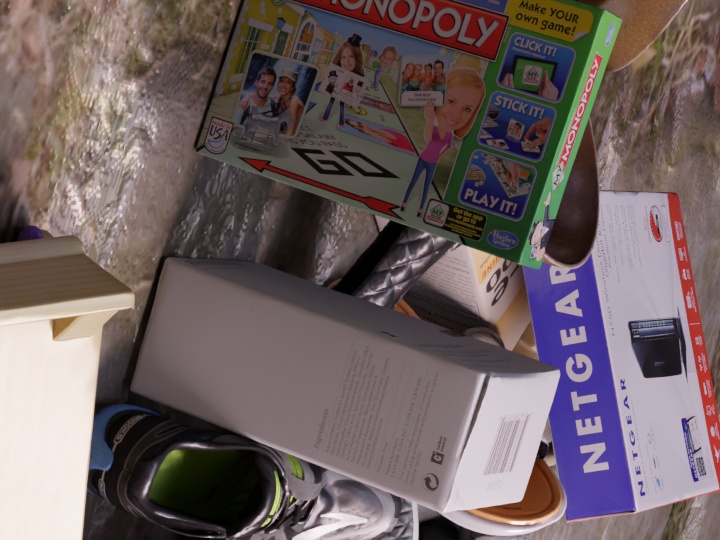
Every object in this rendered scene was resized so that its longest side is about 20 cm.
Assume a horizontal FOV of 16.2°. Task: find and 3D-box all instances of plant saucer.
[{"bbox_3d":[0.082,-0.094,1.423,0.200,0.034,0.201,43,39,-50],"label":"plant saucer"},{"bbox_3d":[0.195,-0.226,1.652,0.200,0.035,0.200,-58,-168,21],"label":"plant saucer"}]

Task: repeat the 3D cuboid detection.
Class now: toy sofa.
[{"bbox_3d":[-0.173,0.083,1.202,0.083,0.098,0.200,-8,118,-34],"label":"toy sofa"}]

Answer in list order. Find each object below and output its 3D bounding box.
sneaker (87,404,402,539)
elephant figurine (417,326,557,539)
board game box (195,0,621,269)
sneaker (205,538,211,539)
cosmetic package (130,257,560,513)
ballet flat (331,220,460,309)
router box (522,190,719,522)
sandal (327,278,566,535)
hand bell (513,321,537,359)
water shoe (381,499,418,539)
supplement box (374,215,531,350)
[{"bbox_3d":[-0.059,0.123,1.357,0.199,0.083,0.071,16,98,-36],"label":"sneaker"},{"bbox_3d":[0.061,0.107,1.584,0.200,0.141,0.155,-63,154,-59],"label":"elephant figurine"},{"bbox_3d":[0.022,-0.095,1.305,0.029,0.200,0.135,12,96,-63],"label":"board game box"},{"bbox_3d":[-0.083,0.173,1.445,0.112,0.077,0.200,73,33,-45],"label":"sneaker"},{"bbox_3d":[-0.008,0.059,1.354,0.113,0.200,0.081,3,106,-66],"label":"cosmetic package"},{"bbox_3d":[0.000,0.000,1.452,0.200,0.057,0.066,-45,-163,5],"label":"ballet flat"},{"bbox_3d":[0.168,0.052,1.600,0.179,0.049,0.200,-3,82,-64],"label":"router box"},{"bbox_3d":[0.044,0.066,1.465,0.079,0.207,0.059,-21,147,-32],"label":"sandal"},{"bbox_3d":[0.093,0.079,1.731,0.200,0.104,0.104,-57,154,2],"label":"hand bell"},{"bbox_3d":[-0.005,0.179,1.477,0.079,0.071,0.200,-113,-159,-74],"label":"water shoe"},{"bbox_3d":[0.074,-0.051,1.583,0.126,0.073,0.200,-56,151,-25],"label":"supplement box"}]
